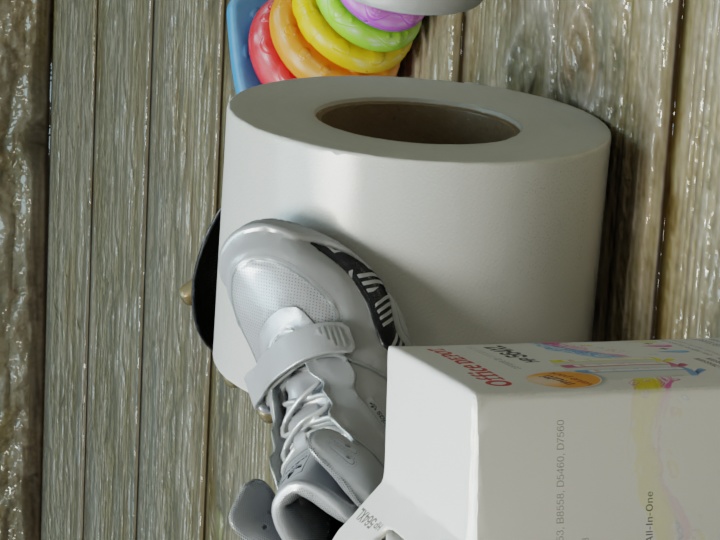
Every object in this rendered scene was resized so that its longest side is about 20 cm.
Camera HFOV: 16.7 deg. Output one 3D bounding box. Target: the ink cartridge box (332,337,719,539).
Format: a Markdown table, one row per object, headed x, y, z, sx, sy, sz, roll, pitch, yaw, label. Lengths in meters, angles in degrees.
| x | y | z | sx | sy | sz | roll | pitch | yaw | label |
| --- | --- | --- | --- | --- | --- | --- | --- | --- | --- |
| 0.097 | 0.099 | 1.029 | 0.129 | 0.199 | 0.126 | -158 | 69 | -73 | ink cartridge box |

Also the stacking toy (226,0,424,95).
| x | y | z | sx | sy | sz | roll | pitch | yaw | label |
| --- | --- | --- | --- | --- | --- | --- | --- | --- | --- |
| 0.004 | -0.173 | 1.574 | 0.200 | 0.116 | 0.110 | -47 | 44 | 48 | stacking toy |

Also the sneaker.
| x | y | z | sx | sy | sz | roll | pitch | yaw | label |
| --- | --- | --- | --- | --- | --- | --- | --- | --- | --- |
| -0.020 | 0.064 | 1.136 | 0.075 | 0.115 | 0.200 | -41 | 76 | 31 | sneaker |

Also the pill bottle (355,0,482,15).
| x | y | z | sx | sy | sz | roll | pitch | yaw | label |
| --- | --- | --- | --- | --- | --- | --- | --- | --- | --- |
| 0.038 | -0.254 | 1.385 | 0.113 | 0.113 | 0.201 | -117 | 31 | -58 | pill bottle |

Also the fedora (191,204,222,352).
| x | y | z | sx | sy | sz | roll | pitch | yaw | label |
| --- | --- | --- | --- | --- | --- | --- | --- | --- | --- |
| 0.000 | 0.000 | 1.447 | 0.092 | 0.200 | 0.201 | 50 | 142 | 38 | fedora |

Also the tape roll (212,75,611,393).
| x | y | z | sx | sy | sz | roll | pitch | yaw | label |
| --- | --- | --- | --- | --- | --- | --- | --- | --- | --- |
| 0.026 | -0.014 | 1.279 | 0.203 | 0.202 | 0.140 | -134 | 47 | -68 | tape roll |

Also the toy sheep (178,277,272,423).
| x | y | z | sx | sy | sz | roll | pitch | yaw | label |
| --- | --- | --- | --- | --- | --- | --- | --- | --- | --- |
| -0.043 | 0.017 | 1.650 | 0.200 | 0.137 | 0.138 | 57 | 146 | 42 | toy sheep |
